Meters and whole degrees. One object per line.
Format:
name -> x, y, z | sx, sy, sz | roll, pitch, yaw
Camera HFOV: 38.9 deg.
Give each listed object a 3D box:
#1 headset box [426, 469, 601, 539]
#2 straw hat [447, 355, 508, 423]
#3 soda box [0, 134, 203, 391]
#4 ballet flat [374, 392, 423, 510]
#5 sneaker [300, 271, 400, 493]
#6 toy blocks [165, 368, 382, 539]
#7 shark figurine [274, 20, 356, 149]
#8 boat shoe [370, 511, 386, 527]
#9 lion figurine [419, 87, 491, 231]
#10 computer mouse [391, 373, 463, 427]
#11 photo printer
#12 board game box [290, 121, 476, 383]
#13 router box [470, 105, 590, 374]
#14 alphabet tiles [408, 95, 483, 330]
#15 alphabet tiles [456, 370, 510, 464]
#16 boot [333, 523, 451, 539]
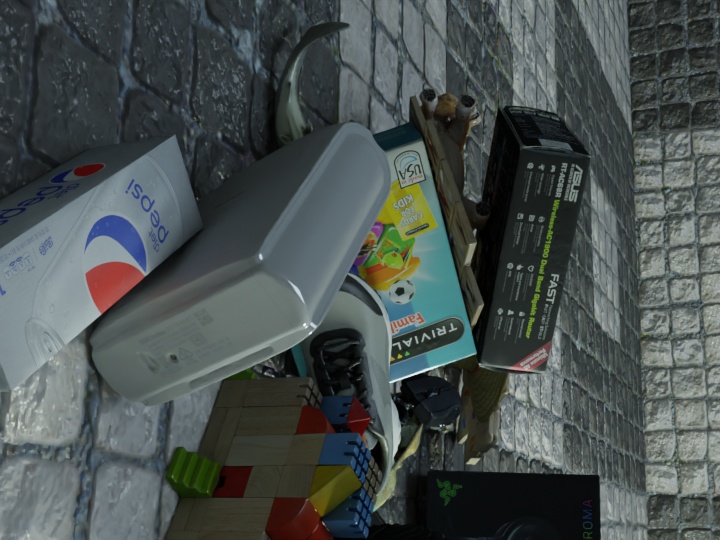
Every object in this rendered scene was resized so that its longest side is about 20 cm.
headset box -> 0.157, 0.308, 1.103 | 0.093, 0.197, 0.176 | 64, 28, -73
straw hat -> 0.116, 0.065, 1.164 | 0.201, 0.084, 0.204 | -168, -90, -84
soda box -> -0.165, -0.011, 0.556 | 0.200, 0.067, 0.064 | -53, 134, -58
ballet flat -> 0.015, 0.160, 0.939 | 0.200, 0.070, 0.072 | -30, 113, -69
sneaker -> -0.005, 0.091, 0.802 | 0.080, 0.073, 0.202 | -91, 169, -64
toy blocks -> -0.049, 0.150, 0.710 | 0.100, 0.135, 0.201 | 63, 32, -41
shark figurine -> -0.041, -0.107, 0.889 | 0.090, 0.127, 0.217 | 104, -36, -85
boat shoe -> 0.032, 0.279, 0.958 | 0.075, 0.072, 0.201 | -72, 148, -42
lion figurine -> 0.082, -0.091, 0.964 | 0.123, 0.072, 0.202 | 93, 1, -65
computer mouse -> 0.051, 0.117, 0.952 | 0.059, 0.034, 0.200 | 55, 16, 20
photo printer -> -0.069, -0.014, 0.665 | 0.070, 0.165, 0.201 | 53, 35, -19
board game box -> 0.000, 0.000, 0.833 | 0.047, 0.149, 0.202 | -113, -175, -63
router box -> 0.142, -0.030, 0.904 | 0.150, 0.061, 0.202 | -91, -172, -68
alphabet tiles -> 0.068, -0.043, 0.834 | 0.200, 0.007, 0.169 | 81, -9, -77
alphabet tiles -> 0.150, 0.123, 1.208 | 0.196, 0.014, 0.202 | 111, -11, -61
boot -> 0.009, 0.277, 0.762 | 0.073, 0.196, 0.164 | -52, 126, -53
